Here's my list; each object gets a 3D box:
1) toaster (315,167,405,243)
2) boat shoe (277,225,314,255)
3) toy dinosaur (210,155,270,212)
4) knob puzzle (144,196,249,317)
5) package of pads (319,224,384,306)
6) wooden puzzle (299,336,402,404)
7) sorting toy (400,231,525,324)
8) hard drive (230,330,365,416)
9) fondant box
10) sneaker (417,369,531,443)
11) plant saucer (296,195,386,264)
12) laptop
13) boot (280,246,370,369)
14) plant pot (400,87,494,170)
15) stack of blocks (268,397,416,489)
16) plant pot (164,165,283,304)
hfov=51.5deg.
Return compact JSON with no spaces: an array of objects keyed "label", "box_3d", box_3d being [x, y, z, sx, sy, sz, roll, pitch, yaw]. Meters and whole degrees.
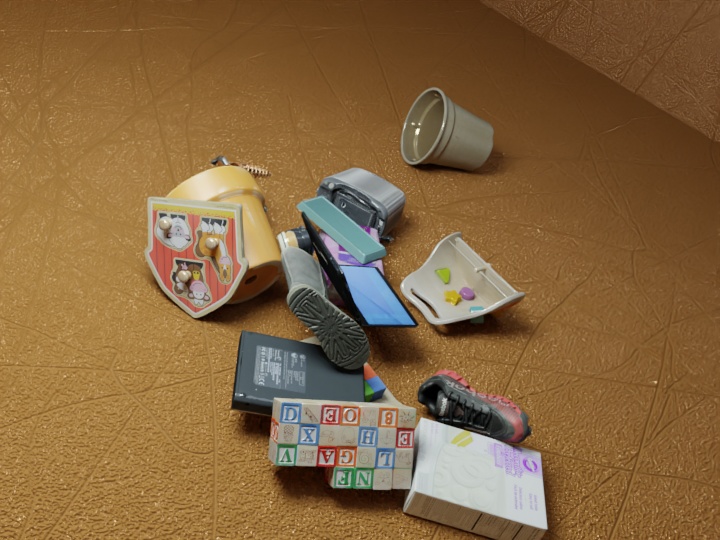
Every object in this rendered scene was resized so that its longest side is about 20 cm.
[{"label":"toaster","box_3d":[0.010,-0.139,1.593,0.200,0.114,0.129,28,34,15]},{"label":"boat shoe","box_3d":[-0.117,-0.043,1.377,0.062,0.200,0.075,-17,88,-5]},{"label":"toy dinosaur","box_3d":[-0.251,-0.165,1.479,0.102,0.136,0.200,-21,8,-23]},{"label":"knob puzzle","box_3d":[-0.277,-0.016,1.231,0.220,0.220,0.030,28,22,12]},{"label":"package of pads","box_3d":[-0.019,-0.011,1.444,0.120,0.076,0.200,12,36,-14]},{"label":"wooden puzzle","box_3d":[-0.053,0.173,1.210,0.185,0.046,0.200,-15,48,-38]},{"label":"sorting toy","box_3d":[0.179,0.041,1.455,0.180,0.107,0.200,-18,50,-31]},{"label":"hard drive","box_3d":[-0.090,0.167,1.140,0.200,0.033,0.140,13,39,-13]},{"label":"fondant box","box_3d":[0.171,0.315,1.117,0.200,0.058,0.144,18,35,-4]},{"label":"sneaker","box_3d":[0.172,0.223,1.187,0.200,0.071,0.098,24,19,40]},{"label":"plant saucer","box_3d":[-0.036,-0.084,1.451,0.070,0.019,0.200,-21,51,-42]},{"label":"laptop","box_3d":[0.000,0.000,1.257,0.103,0.200,0.177,-27,45,-9]},{"label":"boot","box_3d":[-0.063,0.056,1.212,0.182,0.073,0.200,53,-1,-18]},{"label":"plant pot","box_3d":[0.233,-0.343,1.922,0.183,0.200,0.200,15,34,-27]},{"label":"stack of blocks","box_3d":[-0.026,0.246,1.061,0.200,0.115,0.059,7,-5,-17]},{"label":"plant pot","box_3d":[-0.233,-0.049,1.314,0.200,0.200,0.183,-18,65,-40]}]
